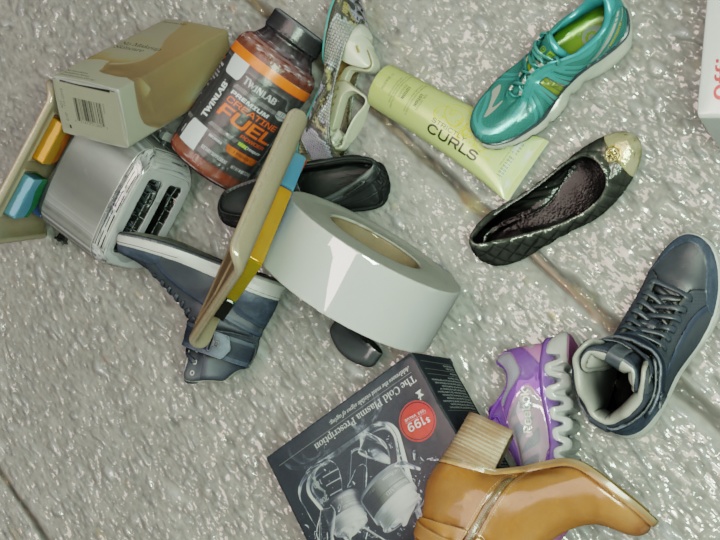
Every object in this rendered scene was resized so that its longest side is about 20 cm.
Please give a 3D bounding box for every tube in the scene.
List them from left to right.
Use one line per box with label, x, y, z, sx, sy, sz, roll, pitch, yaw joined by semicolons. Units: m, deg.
tube;0.098;-0.154;1.190;0.199;0.052;0.058;35;126;23

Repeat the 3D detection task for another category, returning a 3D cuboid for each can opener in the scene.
can opener;-0.048;0.031;1.233;0.199;0.053;0.067;36;98;28

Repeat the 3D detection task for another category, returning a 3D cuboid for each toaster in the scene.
toaster;-0.294;-0.091;1.340;0.129;0.113;0.201;35;99;31

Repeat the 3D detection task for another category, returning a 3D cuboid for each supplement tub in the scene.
supplement tub;-0.124;-0.197;1.277;0.107;0.107;0.201;40;101;26

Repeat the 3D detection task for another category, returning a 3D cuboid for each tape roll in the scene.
tape roll;0.000;0.000;1.128;0.202;0.202;0.071;35;102;27

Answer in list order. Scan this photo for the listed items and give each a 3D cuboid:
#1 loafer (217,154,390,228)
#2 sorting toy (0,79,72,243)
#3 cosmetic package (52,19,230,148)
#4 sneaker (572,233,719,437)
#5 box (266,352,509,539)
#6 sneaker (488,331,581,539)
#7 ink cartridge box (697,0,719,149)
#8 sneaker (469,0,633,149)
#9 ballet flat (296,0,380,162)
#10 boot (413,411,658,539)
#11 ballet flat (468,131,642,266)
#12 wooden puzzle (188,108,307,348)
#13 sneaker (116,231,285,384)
loafer;-0.067;-0.091;1.229;0.198;0.071;0.069;-9;61;12
sorting toy;-0.377;-0.127;1.363;0.036;0.185;0.202;25;96;3
cosmetic package;-0.246;-0.220;1.291;0.104;0.200;0.072;14;126;26
sneaker;0.261;0.054;1.010;0.076;0.146;0.204;23;91;30
box;0.039;0.215;1.130;0.199;0.104;0.183;-38;69;17
sneaker;0.167;0.161;1.085;0.088;0.080;0.202;-3;75;21
ink cartridge box;0.410;-0.187;0.977;0.198;0.146;0.148;4;84;27
sneaker;0.184;-0.207;1.128;0.200;0.080;0.078;-43;64;10
ballet flat;-0.014;-0.212;1.246;0.071;0.072;0.202;17;95;28
boot;0.146;0.234;0.987;0.199;0.074;0.156;22;80;26
ballet flat;0.197;-0.068;1.119;0.199;0.057;0.067;-38;68;17
wooden puzzle;-0.105;-0.035;1.092;0.037;0.200;0.186;24;57;-6
sneaker;-0.203;0.046;1.271;0.201;0.077;0.148;22;95;4
